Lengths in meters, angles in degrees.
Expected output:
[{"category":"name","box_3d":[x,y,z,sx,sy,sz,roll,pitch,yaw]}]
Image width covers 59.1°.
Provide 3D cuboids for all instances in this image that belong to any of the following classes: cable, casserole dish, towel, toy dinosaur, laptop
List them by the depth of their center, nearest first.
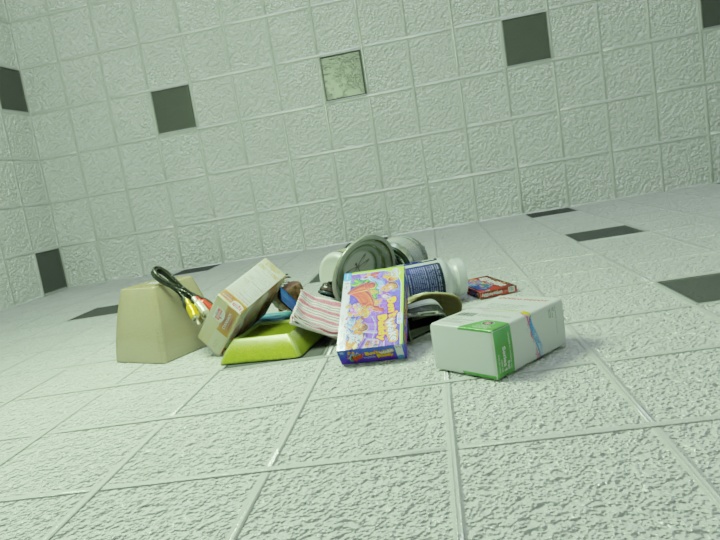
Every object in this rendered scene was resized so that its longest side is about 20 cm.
[{"category":"towel","box_3d":[-0.084,0.098,1.479,0.143,0.031,0.201,18,18,-4]},{"category":"cable","box_3d":[-0.420,0.052,1.544,0.050,0.201,0.097,-47,-12,31]},{"category":"laptop","box_3d":[-0.106,0.082,1.620,0.195,0.106,0.177,-11,11,-6]},{"category":"casserole dish","box_3d":[-0.240,0.138,1.657,0.195,0.040,0.121,-6,10,21]},{"category":"toy dinosaur","box_3d":[-0.201,0.063,1.767,0.084,0.139,0.199,-5,8,27]}]

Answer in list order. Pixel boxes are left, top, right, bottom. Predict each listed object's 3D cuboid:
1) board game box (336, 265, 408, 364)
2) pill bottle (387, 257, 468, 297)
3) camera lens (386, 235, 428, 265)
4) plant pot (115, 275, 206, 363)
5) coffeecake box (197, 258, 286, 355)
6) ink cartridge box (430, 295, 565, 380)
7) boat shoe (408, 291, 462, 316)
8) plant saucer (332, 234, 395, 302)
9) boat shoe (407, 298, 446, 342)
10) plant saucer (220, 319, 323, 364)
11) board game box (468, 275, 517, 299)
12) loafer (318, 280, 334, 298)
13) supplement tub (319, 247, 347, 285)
[{"category":"board game box","box_3d":[0.027,0.087,1.275,0.131,0.045,0.203,-8,46,13]},{"category":"pill bottle","box_3d":[0.166,0.033,1.609,0.195,0.119,0.116,-11,8,-7]},{"category":"camera lens","box_3d":[0.103,-0.011,1.821,0.156,0.164,0.200,-6,9,22]},{"category":"plant pot","box_3d":[-0.505,0.117,1.623,0.196,0.182,0.199,-4,11,34]},{"category":"coffeecake box","box_3d":[-0.281,0.084,1.518,0.155,0.073,0.200,-56,-7,36]},{"category":"ink cartridge box","box_3d":[0.242,0.110,1.107,0.197,0.086,0.143,-17,11,-37]},{"category":"boat shoe","box_3d":[0.137,0.086,1.452,0.196,0.075,0.063,-15,10,20]},{"category":"plant saucer","box_3d":[0.000,0.000,1.612,0.197,0.205,0.050,-15,31,-33]},{"category":"boat shoe","box_3d":[0.082,0.115,1.307,0.196,0.072,0.064,-20,27,-5]},{"category":"plant saucer","box_3d":[-0.198,0.155,1.460,0.195,0.049,0.200,-7,9,16]},{"category":"board game box","box_3d":[0.329,0.043,1.689,0.100,0.020,0.200,-10,8,-10]},{"category":"loafer","box_3d":[-0.062,0.046,1.726,0.070,0.065,0.200,12,-4,19]},{"category":"supplement tub","box_3d":[-0.018,-0.001,1.954,0.142,0.148,0.198,-3,10,37]}]
